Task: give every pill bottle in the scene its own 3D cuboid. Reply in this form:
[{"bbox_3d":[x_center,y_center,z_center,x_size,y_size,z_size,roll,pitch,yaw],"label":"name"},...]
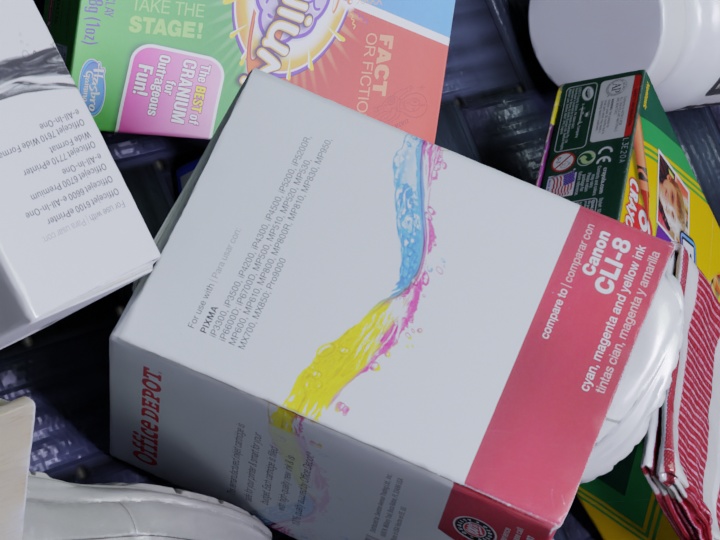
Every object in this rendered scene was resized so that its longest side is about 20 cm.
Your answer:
[{"bbox_3d":[0.193,-0.153,1.556,0.200,0.116,0.117,-10,78,-51],"label":"pill bottle"}]

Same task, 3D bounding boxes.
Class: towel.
[{"bbox_3d":[0.196,0.096,1.408,0.200,0.023,0.144,54,37,-48],"label":"towel"}]

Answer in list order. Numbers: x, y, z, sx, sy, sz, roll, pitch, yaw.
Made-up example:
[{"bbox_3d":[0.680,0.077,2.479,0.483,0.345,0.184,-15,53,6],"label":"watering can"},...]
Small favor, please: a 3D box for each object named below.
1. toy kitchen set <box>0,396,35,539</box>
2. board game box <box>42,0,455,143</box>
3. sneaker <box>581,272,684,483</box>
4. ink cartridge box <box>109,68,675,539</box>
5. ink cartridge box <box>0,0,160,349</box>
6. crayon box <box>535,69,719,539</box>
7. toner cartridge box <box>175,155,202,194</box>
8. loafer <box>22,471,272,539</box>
[{"bbox_3d":[-0.242,0.060,0.984,0.163,0.180,0.201,-19,125,-48],"label":"toy kitchen set"},{"bbox_3d":[-0.048,-0.137,1.236,0.200,0.040,0.154,2,101,-31],"label":"board game box"},{"bbox_3d":[0.068,0.066,1.248,0.099,0.200,0.078,38,12,-17],"label":"sneaker"},{"bbox_3d":[0.007,0.036,1.132,0.200,0.145,0.145,23,66,4],"label":"ink cartridge box"},{"bbox_3d":[-0.191,-0.056,1.044,0.084,0.145,0.200,-29,93,-51],"label":"ink cartridge box"},{"bbox_3d":[0.146,0.025,1.412,0.173,0.058,0.200,57,35,-41],"label":"crayon box"},{"bbox_3d":[0.000,0.000,1.312,0.200,0.043,0.095,10,65,-46],"label":"toner cartridge box"},{"bbox_3d":[-0.116,0.123,1.101,0.200,0.070,0.070,11,77,-44],"label":"loafer"}]
